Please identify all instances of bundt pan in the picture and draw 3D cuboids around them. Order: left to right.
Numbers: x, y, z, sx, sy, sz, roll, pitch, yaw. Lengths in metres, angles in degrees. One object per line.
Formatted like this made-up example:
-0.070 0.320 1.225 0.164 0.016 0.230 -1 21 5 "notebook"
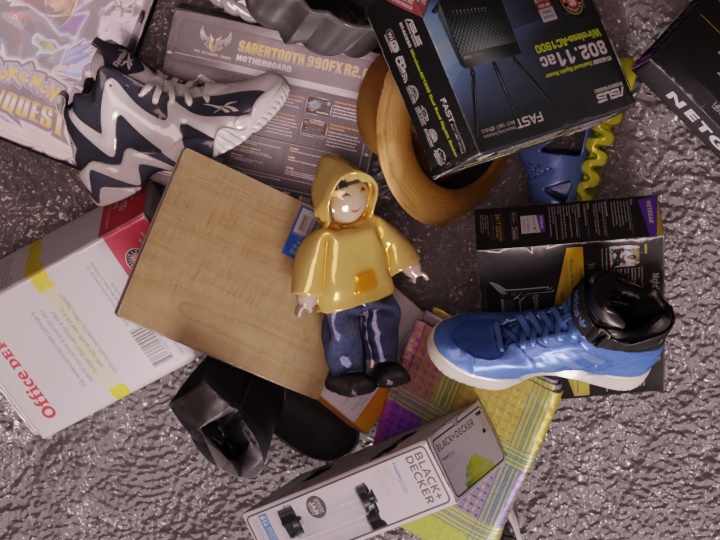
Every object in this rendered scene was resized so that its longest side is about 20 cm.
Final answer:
-0.033 -0.261 1.662 0.202 0.202 0.076 37 138 -4 "bundt pan"

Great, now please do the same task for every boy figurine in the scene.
0.000 0.000 1.674 0.124 0.064 0.201 -9 102 -21 "boy figurine"

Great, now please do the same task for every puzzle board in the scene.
-0.093 0.005 1.674 0.200 0.017 0.151 24 84 -25 "puzzle board"

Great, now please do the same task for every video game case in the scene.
-0.299 -0.205 1.758 0.199 0.026 0.181 21 101 0 "video game case"

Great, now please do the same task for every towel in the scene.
0.085 0.146 1.721 0.143 0.023 0.201 26 113 17 "towel"

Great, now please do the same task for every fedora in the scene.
0.057 -0.136 1.694 0.082 0.200 0.201 17 104 37 "fedora"

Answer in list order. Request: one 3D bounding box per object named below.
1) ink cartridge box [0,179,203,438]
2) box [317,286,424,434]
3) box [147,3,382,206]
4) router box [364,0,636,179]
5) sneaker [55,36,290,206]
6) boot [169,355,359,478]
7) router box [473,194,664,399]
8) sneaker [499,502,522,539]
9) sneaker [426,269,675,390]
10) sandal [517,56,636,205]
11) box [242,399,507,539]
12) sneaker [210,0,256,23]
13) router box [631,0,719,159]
-0.236 0.035 1.748 0.199 0.083 0.145 -27 115 10 "ink cartridge box"
-0.036 0.037 1.733 0.200 0.041 0.119 41 79 -20 "box"
-0.082 -0.136 1.745 0.199 0.048 0.159 12 101 1 "box"
0.116 -0.173 1.607 0.062 0.200 0.150 -26 85 50 "router box"
-0.170 -0.152 1.682 0.199 0.080 0.130 -23 107 19 "sneaker"
-0.078 0.132 1.717 0.165 0.200 0.066 38 100 -4 "boot"
0.182 0.028 1.706 0.157 0.052 0.200 -4 136 4 "router box"
0.113 0.200 1.779 0.074 0.079 0.201 -5 101 26 "sneaker"
0.160 0.044 1.625 0.199 0.077 0.111 7 141 -13 "sneaker"
0.173 -0.099 1.728 0.087 0.079 0.201 18 93 4 "sandal"
0.012 0.185 1.689 0.200 0.117 0.060 -26 91 28 "box"
-0.115 -0.274 1.708 0.200 0.075 0.082 31 102 -2 "sneaker"
0.353 -0.157 1.687 0.200 0.051 0.149 45 78 -4 "router box"
